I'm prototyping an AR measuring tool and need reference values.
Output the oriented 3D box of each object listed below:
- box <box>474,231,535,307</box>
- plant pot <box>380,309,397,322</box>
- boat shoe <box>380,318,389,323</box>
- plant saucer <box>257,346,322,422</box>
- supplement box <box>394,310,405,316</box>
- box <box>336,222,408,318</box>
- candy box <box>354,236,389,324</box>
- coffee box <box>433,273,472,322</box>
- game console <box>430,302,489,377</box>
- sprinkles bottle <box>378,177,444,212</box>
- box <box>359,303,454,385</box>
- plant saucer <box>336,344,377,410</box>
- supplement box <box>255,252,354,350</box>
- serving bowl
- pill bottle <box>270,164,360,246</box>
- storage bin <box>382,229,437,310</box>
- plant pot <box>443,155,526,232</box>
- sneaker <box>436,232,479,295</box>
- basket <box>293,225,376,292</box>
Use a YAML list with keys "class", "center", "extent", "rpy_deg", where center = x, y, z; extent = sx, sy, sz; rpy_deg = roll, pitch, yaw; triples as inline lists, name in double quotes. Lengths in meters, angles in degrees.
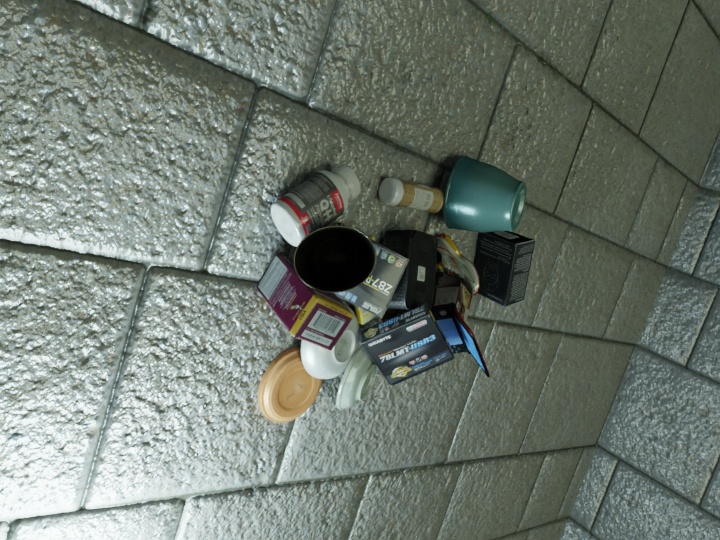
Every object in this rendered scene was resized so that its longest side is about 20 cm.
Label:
- class: "box"
  center: [0.440, -0.014, 1.974]
  extent: [0.105, 0.147, 0.206]
  rpy_deg: [-11, 117, -38]
- class: "plant pot"
  center: [0.124, 0.121, 1.821]
  extent: [0.197, 0.027, 0.206]
  rpy_deg: [-21, 123, -36]
- class: "boat shoe"
  center: [0.081, 0.226, 1.753]
  extent: [0.072, 0.069, 0.205]
  rpy_deg: [-46, 139, -37]
- class: "plant saucer"
  center: [-0.171, 0.295, 1.615]
  extent: [0.197, 0.032, 0.206]
  rpy_deg: [-20, 121, -36]
- class: "supplement box"
  center: [0.160, 0.187, 1.820]
  extent: [0.067, 0.068, 0.200]
  rpy_deg: [-54, 134, -12]
- class: "box"
  center: [0.000, 0.000, 1.565]
  extent: [0.196, 0.049, 0.165]
  rpy_deg: [27, 93, -13]
- class: "candy box"
  center: [0.015, 0.025, 1.641]
  extent: [0.101, 0.026, 0.206]
  rpy_deg: [-26, 111, -38]
- class: "coffee box"
  center: [0.265, 0.093, 1.849]
  extent: [0.114, 0.078, 0.203]
  rpy_deg: [62, 38, -41]
- class: "game console"
  center: [0.249, 0.198, 1.722]
  extent: [0.121, 0.167, 0.202]
  rpy_deg: [-79, 151, -43]
- class: "sprinkles bottle"
  center: [0.136, -0.195, 1.658]
  extent: [0.196, 0.068, 0.070]
  rpy_deg: [4, 106, -45]
- class: "box"
  center: [0.125, 0.198, 1.664]
  extent: [0.195, 0.050, 0.200]
  rpy_deg: [-24, 132, 12]
- class: "plant saucer"
  center: [0.003, 0.290, 1.710]
  extent: [0.202, 0.049, 0.203]
  rpy_deg: [-55, 159, -32]
- class: "supplement box"
  center: [-0.127, 0.069, 1.424]
  extent: [0.130, 0.200, 0.104]
  rpy_deg: [28, 102, -45]
- class: "serving bowl"
  center: [-0.063, 0.184, 1.619]
  extent: [0.198, 0.065, 0.207]
  rpy_deg: [-21, 117, -46]
- class: "pill bottle"
  center: [-0.096, -0.153, 1.424]
  extent: [0.199, 0.110, 0.113]
  rpy_deg: [-38, 131, -24]
- class: "storage bin"
  center: [0.127, 0.002, 1.675]
  extent: [0.134, 0.092, 0.207]
  rpy_deg: [12, 81, -51]
- class: "plant pot"
  center: [0.349, -0.194, 1.738]
  extent: [0.200, 0.184, 0.205]
  rpy_deg: [-42, 140, -48]
- class: "sneaker"
  center: [0.261, -0.006, 1.793]
  extent: [0.081, 0.201, 0.079]
  rpy_deg: [-31, 157, -19]
- class: "basket"
  center: [-0.054, -0.028, 1.423]
  extent: [0.174, 0.200, 0.141]
  rpy_deg: [-6, 93, -1]
